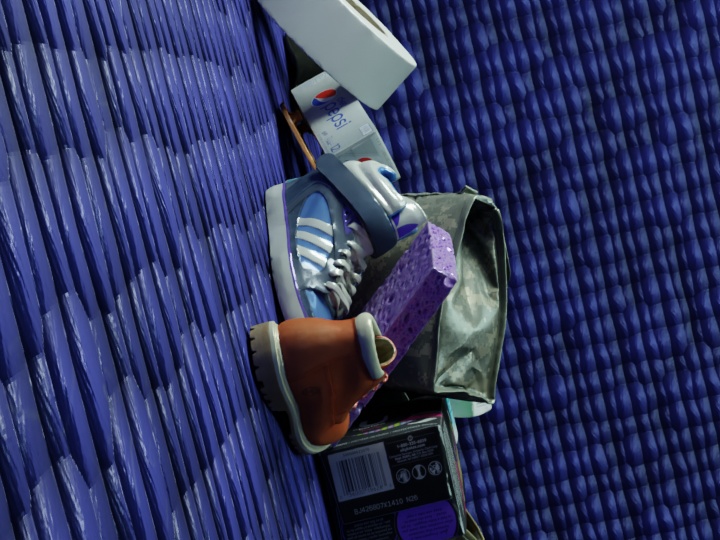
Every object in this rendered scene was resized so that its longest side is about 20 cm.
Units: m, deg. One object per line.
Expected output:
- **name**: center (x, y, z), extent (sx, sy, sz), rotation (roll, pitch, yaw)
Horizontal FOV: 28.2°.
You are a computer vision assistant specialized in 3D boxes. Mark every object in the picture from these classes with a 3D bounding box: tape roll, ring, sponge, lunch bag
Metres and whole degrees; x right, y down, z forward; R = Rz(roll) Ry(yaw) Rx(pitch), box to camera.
- **tape roll**: center (-0.029, -0.277, 1.635), extent (0.202, 0.071, 0.203), rotation (41, 11, -10)
- **ring**: center (-0.037, -0.104, 1.632), extent (0.202, 0.019, 0.200), rotation (60, 1, -2)
- **sponge**: center (0.019, 0.056, 1.306), extent (0.030, 0.201, 0.112), rotation (31, 21, -13)
- **lunch bag**: center (0.059, 0.020, 1.418), extent (0.117, 0.163, 0.203), rotation (14, 82, -44)

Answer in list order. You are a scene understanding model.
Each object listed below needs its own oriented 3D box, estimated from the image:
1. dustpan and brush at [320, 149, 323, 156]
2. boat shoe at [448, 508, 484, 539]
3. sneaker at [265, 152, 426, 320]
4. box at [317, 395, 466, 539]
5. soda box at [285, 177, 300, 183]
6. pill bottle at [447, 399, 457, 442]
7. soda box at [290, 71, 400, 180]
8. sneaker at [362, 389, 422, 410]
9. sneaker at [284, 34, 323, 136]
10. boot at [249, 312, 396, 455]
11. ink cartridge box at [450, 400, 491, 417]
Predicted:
- **dustpan and brush**: center (-0.018, -0.070, 1.785), extent (0.141, 0.057, 0.201), rotation (64, -32, 23)
- **boat shoe**: center (0.091, 0.253, 1.601), extent (0.201, 0.062, 0.074), rotation (70, 9, -46)
- **sneaker**: center (-0.006, -0.018, 1.325), extent (0.081, 0.144, 0.202), rotation (69, 8, -53)
- **box**: center (0.035, 0.194, 1.388), extent (0.200, 0.120, 0.108), rotation (-45, 122, -85)
- **soda box**: center (-0.028, 0.001, 1.508), extent (0.068, 0.063, 0.203), rotation (-87, 163, -72)
- **pill bottle**: center (0.047, 0.133, 1.755), extent (0.111, 0.109, 0.203), rotation (-88, 164, -72)
- **soda box**: center (-0.019, -0.155, 1.612), extent (0.069, 0.063, 0.201), rotation (60, 1, -31)
- **sneaker**: center (0.056, 0.164, 1.639), extent (0.201, 0.104, 0.060), rotation (53, 46, -13)
- **sneaker**: center (-0.045, -0.221, 1.825), extent (0.201, 0.075, 0.115), rotation (-105, 172, -46)
- **boot**: center (-0.018, 0.092, 1.170), extent (0.200, 0.106, 0.076), rotation (70, 7, -66)
- **ink cartridge box**: center (0.073, 0.106, 1.856), extent (0.050, 0.198, 0.164), rotation (-9, 93, -51)
